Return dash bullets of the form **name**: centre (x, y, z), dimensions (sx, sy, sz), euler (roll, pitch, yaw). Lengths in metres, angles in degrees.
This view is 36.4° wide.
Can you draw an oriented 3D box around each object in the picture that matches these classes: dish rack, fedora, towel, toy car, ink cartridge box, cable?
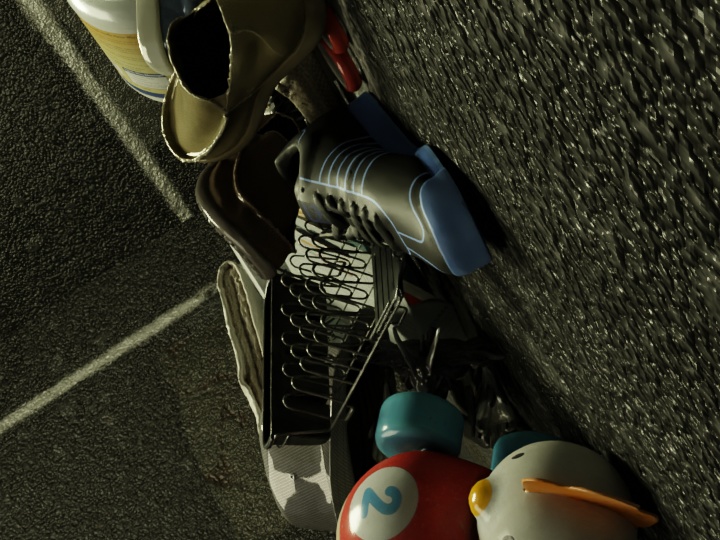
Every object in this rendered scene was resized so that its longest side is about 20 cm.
- **dish rack**: centre (-0.019, 0.017, 0.768), dimensions (0.201, 0.054, 0.154), euler (117, 155, -46)
- **fedora**: centre (-0.027, 0.134, 0.910), dimensions (0.177, 0.089, 0.202), euler (-15, -81, -73)
- **towel**: centre (-0.087, 0.102, 1.048), dimensions (0.133, 0.034, 0.201), euler (65, -176, -55)
- **toy car**: centre (0.091, 0.155, 0.673), dimensions (0.176, 0.186, 0.200), euler (20, 146, -10)
- **ink cartridge box**: centre (0.000, 0.000, 0.955), dimensions (0.162, 0.057, 0.201), euler (27, 156, 29)
- **cable**: centre (0.137, 0.141, 0.989), dimensions (0.200, 0.050, 0.098), euler (26, 133, 61)

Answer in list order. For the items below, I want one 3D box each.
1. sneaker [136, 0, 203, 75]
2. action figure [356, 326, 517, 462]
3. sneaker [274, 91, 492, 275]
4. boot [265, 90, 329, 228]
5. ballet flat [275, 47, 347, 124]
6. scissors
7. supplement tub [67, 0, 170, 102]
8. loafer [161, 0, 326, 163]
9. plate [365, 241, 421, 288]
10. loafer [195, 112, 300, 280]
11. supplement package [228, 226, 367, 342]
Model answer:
- **sneaker**: centre (-0.113, -0.238, 0.753), dimensions (0.075, 0.084, 0.202), euler (-54, -40, -69)
- **action figure**: centre (0.067, 0.105, 0.875), dimensions (0.200, 0.118, 0.103), euler (47, -142, -67)
- **sneaker**: centre (0.008, -0.041, 0.648), dimensions (0.070, 0.078, 0.200), euler (59, 177, -31)
- **boot**: centre (-0.064, -0.134, 0.972), dimensions (0.200, 0.077, 0.139), euler (52, 169, 54)
- **ballet flat**: centre (-0.017, -0.094, 0.820), dimensions (0.201, 0.046, 0.067), euler (60, 177, -29)
- **scissors**: centre (-0.047, -0.186, 0.727), dimensions (0.200, 0.014, 0.073), euler (57, 179, 42)
- **supplement tub**: centre (-0.190, -0.260, 1.008), dimensions (0.145, 0.144, 0.200), euler (56, 177, 20)
- **loafer**: centre (-0.091, -0.129, 0.687), dimensions (0.200, 0.067, 0.077), euler (-43, 65, 53)
- **plate**: centre (0.026, -0.013, 1.153), dimensions (0.201, 0.025, 0.200), euler (58, 178, 3)
- **loafer**: centre (-0.069, -0.067, 0.780), dimensions (0.073, 0.071, 0.200), euler (48, -166, -29)
- **supplement package**: centre (-0.039, 0.022, 1.187), dimensions (0.201, 0.119, 0.121), euler (58, 175, -11)
